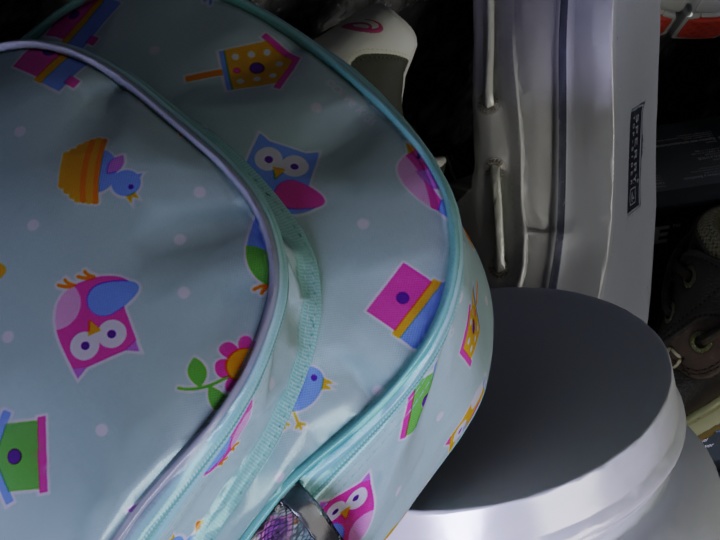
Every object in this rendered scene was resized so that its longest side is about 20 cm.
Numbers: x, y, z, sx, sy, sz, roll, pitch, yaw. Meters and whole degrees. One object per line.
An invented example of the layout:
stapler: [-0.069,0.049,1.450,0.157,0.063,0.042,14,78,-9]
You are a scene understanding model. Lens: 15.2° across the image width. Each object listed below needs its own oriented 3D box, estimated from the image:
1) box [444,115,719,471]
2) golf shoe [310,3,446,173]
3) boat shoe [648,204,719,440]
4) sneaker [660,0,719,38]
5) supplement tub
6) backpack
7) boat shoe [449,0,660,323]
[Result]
box: [0.120,0.015,1.039,0.199,0.046,0.160,-8,136,-17]
golf shoe: [0.000,0.000,0.903,0.088,0.077,0.200,-47,152,-22]
boat shoe: [0.140,0.004,0.959,0.199,0.065,0.073,-32,-163,22]
sneaker: [0.143,-0.136,0.971,0.199,0.082,0.077,0,154,-32]
supplement tub: [0.050,0.122,0.851,0.144,0.144,0.201,-31,125,-32]
backpack: [-0.065,0.021,0.727,0.200,0.176,0.154,-46,155,-14]
boat shoe: [0.060,-0.019,0.915,0.072,0.065,0.201,-34,128,-61]
